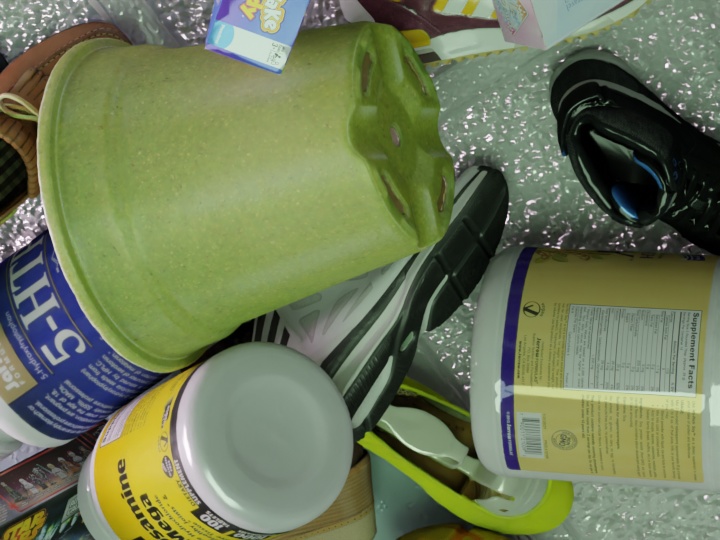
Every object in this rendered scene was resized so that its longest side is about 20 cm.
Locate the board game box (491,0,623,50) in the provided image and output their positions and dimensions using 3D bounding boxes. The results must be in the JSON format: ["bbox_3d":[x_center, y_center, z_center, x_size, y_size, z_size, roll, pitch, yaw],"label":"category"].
[{"bbox_3d":[0.134,-0.256,1.312,0.200,0.043,0.200,-33,118,-25],"label":"board game box"}]

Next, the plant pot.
[{"bbox_3d":[-0.054,-0.058,1.361,0.183,0.201,0.201,-14,117,25],"label":"plant pot"}]

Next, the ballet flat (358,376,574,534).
[{"bbox_3d":[0.066,0.122,1.547,0.200,0.067,0.067,30,82,-21],"label":"ballet flat"}]

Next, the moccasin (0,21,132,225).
[{"bbox_3d":[-0.212,-0.074,1.435,0.201,0.078,0.074,-38,115,-17],"label":"moccasin"}]

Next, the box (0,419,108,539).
[{"bbox_3d":[-0.232,0.186,1.547,0.040,0.200,0.137,35,118,17],"label":"box"}]

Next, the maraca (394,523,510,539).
[{"bbox_3d":[0.093,0.239,1.595,0.200,0.137,0.107,33,95,-21],"label":"maraca"}]

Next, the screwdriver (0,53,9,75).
[{"bbox_3d":[-0.274,-0.175,1.451,0.029,0.028,0.200,-20,118,46],"label":"screwdriver"}]

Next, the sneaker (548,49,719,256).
[{"bbox_3d":[0.194,-0.043,1.446,0.200,0.112,0.073,34,116,-14],"label":"sneaker"}]

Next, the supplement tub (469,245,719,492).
[{"bbox_3d":[0.176,0.061,1.468,0.199,0.146,0.146,3,119,13],"label":"supplement tub"}]

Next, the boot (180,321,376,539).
[{"bbox_3d":[-0.096,0.123,1.590,0.199,0.072,0.167,-16,104,13],"label":"boot"}]

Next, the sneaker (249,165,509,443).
[{"bbox_3d":[0.000,0.000,1.491,0.115,0.076,0.201,31,79,27],"label":"sneaker"}]

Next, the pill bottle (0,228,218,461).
[{"bbox_3d":[-0.190,0.041,1.508,0.200,0.120,0.120,-34,111,19],"label":"pill bottle"}]

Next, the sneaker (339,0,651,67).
[{"bbox_3d":[0.082,-0.181,1.400,0.199,0.075,0.090,-14,122,9],"label":"sneaker"}]

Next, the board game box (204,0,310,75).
[{"bbox_3d":[-0.036,-0.212,1.319,0.045,0.200,0.135,19,118,-8],"label":"board game box"}]

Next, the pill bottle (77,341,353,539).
[{"bbox_3d":[-0.097,0.120,1.457,0.112,0.113,0.200,36,150,-15],"label":"pill bottle"}]
